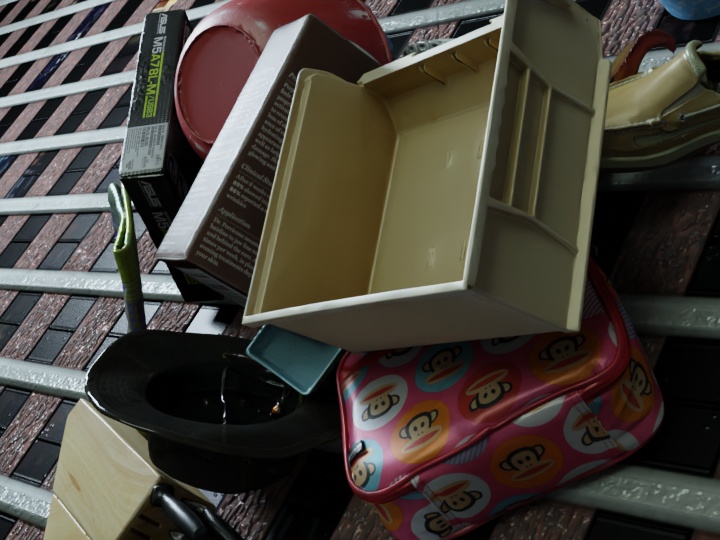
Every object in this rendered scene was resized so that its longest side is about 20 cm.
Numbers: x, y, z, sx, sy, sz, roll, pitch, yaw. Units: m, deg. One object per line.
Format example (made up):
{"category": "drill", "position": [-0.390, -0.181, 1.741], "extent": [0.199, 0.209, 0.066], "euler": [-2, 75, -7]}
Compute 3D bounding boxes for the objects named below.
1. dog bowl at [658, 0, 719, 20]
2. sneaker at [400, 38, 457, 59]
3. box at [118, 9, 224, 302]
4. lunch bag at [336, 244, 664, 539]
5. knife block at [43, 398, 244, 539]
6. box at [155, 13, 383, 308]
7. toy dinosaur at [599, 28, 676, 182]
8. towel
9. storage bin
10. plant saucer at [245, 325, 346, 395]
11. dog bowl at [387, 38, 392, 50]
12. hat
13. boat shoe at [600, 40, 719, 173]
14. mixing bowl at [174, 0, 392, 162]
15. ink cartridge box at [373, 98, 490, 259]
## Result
{"category": "dog bowl", "position": [0.322, -0.273, 0.860], "extent": [0.200, 0.050, 0.112], "euler": [-28, 36, 19]}
{"category": "sneaker", "position": [0.076, -0.154, 0.888], "extent": [0.087, 0.075, 0.200], "euler": [-20, 2, -14]}
{"category": "box", "position": [-0.163, -0.104, 0.995], "extent": [0.047, 0.193, 0.201], "euler": [-6, 54, 9]}
{"category": "lunch bag", "position": [0.083, 0.068, 0.694], "extent": [0.200, 0.082, 0.176], "euler": [-30, 32, 14]}
{"category": "knife block", "position": [-0.155, 0.172, 0.805], "extent": [0.175, 0.064, 0.201], "euler": [-24, 45, 26]}
{"category": "box", "position": [-0.055, -0.072, 0.776], "extent": [0.075, 0.100, 0.200], "euler": [5, 65, 62]}
{"category": "toy dinosaur", "position": [0.162, -0.099, 0.795], "extent": [0.199, 0.105, 0.182], "euler": [-20, 57, 12]}
{"category": "towel", "position": [-0.199, 0.036, 0.929], "extent": [0.023, 0.201, 0.144], "euler": [-6, 32, -12]}
{"category": "storage bin", "position": [0.039, -0.057, 0.649], "extent": [0.200, 0.094, 0.199], "euler": [-12, 62, 50]}
{"category": "plant saucer", "position": [0.000, 0.000, 0.794], "extent": [0.070, 0.019, 0.200], "euler": [30, 77, 35]}
{"category": "dog bowl", "position": [-0.031, -0.203, 1.028], "extent": [0.111, 0.050, 0.200], "euler": [-16, 28, 13]}
{"category": "hat", "position": [-0.103, 0.114, 0.788], "extent": [0.201, 0.200, 0.081], "euler": [-133, 48, -56]}
{"category": "boat shoe", "position": [0.220, -0.122, 0.717], "extent": [0.199, 0.076, 0.072], "euler": [-11, 50, 11]}
{"category": "mixing bowl", "position": [-0.081, -0.149, 0.889], "extent": [0.200, 0.108, 0.201], "euler": [2, 94, 35]}
{"category": "ink cartridge box", "position": [0.069, -0.058, 0.740], "extent": [0.200, 0.050, 0.109], "euler": [-20, 54, 48]}
